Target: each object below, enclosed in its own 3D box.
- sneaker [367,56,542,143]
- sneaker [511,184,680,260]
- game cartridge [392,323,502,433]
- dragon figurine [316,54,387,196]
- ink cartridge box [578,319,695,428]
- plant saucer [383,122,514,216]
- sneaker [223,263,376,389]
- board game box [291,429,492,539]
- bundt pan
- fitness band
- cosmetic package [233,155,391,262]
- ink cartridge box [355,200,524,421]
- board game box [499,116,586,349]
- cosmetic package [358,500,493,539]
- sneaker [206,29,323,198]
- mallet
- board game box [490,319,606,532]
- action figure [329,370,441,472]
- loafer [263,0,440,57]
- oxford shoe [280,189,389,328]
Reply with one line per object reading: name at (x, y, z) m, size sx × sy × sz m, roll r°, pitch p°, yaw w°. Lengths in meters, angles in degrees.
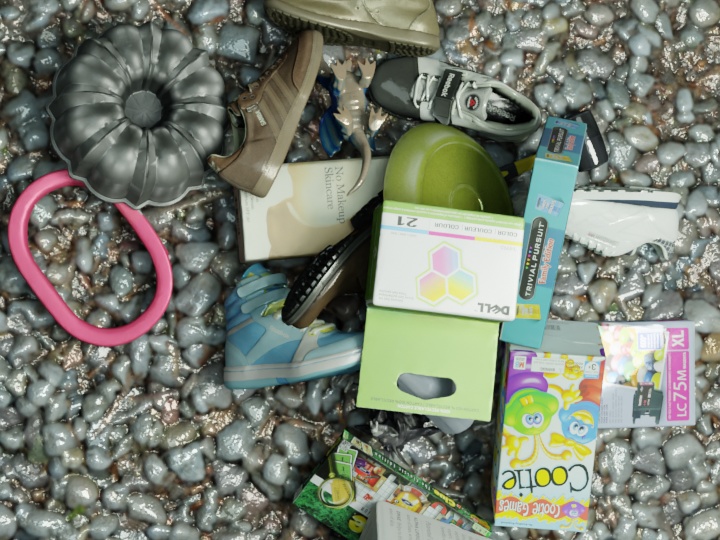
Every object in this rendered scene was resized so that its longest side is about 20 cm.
sneaker at (0.107, -0.193, 1.761) m, size 0.197 × 0.088 × 0.075 m, roll 12°, pitch 89°, yaw -8°
sneaker at (0.262, -0.054, 1.796) m, size 0.197 × 0.076 × 0.082 m, roll 3°, pitch 100°, yaw -7°
game cartridge at (0.100, 0.064, 1.722) m, size 0.133 × 0.041 × 0.202 m, roll 41°, pitch 52°, yaw -33°
dragon figurine at (-0.011, -0.158, 1.714) m, size 0.058 × 0.100 × 0.202 m, roll -7°, pitch 69°, yaw -13°
ink cartridge box at (0.279, 0.117, 1.812) m, size 0.197 × 0.042 × 0.121 m, roll -1°, pitch 91°, yaw -7°
plant saucer at (0.104, -0.062, 1.705) m, size 0.199 × 0.031 × 0.203 m, roll 15°, pitch 68°, yaw -42°
sneaker at (-0.070, 0.052, 1.696) m, size 0.198 × 0.079 × 0.132 m, roll -10°, pitch 84°, yaw 31°
board game box at (0.035, 0.265, 1.752) m, size 0.199 × 0.024 × 0.105 m, roll 33°, pitch 116°, yaw -10°
bundt pan at (-0.227, -0.170, 1.690) m, size 0.199 × 0.076 × 0.205 m, roll 3°, pitch 80°, yaw -16°
fitness band at (-0.289, -0.015, 1.722) m, size 0.143 × 0.037 × 0.201 m, roll -37°, pitch 94°, yaw -5°
cosmetic package at (-0.036, -0.067, 1.743) m, size 0.197 × 0.071 × 0.107 m, roll -6°, pitch 90°, yaw -9°
ink cartridge box at (0.079, 0.042, 1.598) m, size 0.146 × 0.076 × 0.203 m, roll 6°, pitch 85°, yaw -5°
board game box at (0.192, -0.042, 1.687) m, size 0.046 × 0.151 × 0.202 m, roll 11°, pitch 113°, yaw 7°
cosmetic package at (0.080, 0.378, 1.691) m, size 0.198 × 0.165 × 0.166 m, roll 20°, pitch 111°, yaw -9°
sneaker at (-0.098, -0.178, 1.685) m, size 0.075 × 0.070 × 0.202 m, roll 23°, pitch 66°, yaw -10°
mallet at (0.178, -0.126, 1.799) m, size 0.197 × 0.041 × 0.067 m, roll -15°, pitch 93°, yaw -5°
board game box at (0.199, 0.165, 1.727) m, size 0.103 × 0.103 × 0.203 m, roll 4°, pitch 109°, yaw 1°
action figure at (0.025, 0.116, 1.734) m, size 0.101 × 0.118 × 0.203 m, roll 7°, pitch 82°, yaw -47°
loafer at (-0.007, -0.282, 1.751) m, size 0.197 × 0.076 × 0.068 m, roll 11°, pitch 80°, yaw -10°
oxford shoe at (0.000, 0.000, 1.661) m, size 0.200 × 0.072 × 0.085 m, roll -43°, pitch 104°, yaw -22°
